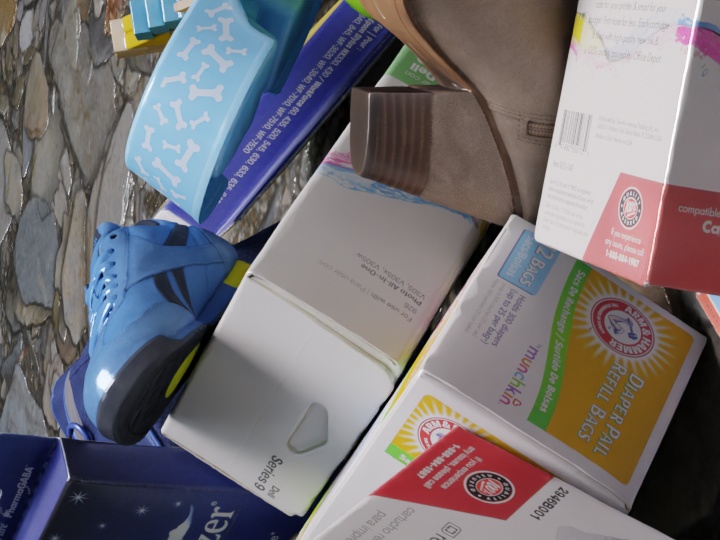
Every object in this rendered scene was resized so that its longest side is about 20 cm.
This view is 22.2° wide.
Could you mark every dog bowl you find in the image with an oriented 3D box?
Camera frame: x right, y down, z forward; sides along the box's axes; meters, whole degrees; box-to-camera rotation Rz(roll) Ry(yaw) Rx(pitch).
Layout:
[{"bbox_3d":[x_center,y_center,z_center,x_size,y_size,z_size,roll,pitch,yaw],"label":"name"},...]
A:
[{"bbox_3d":[-0.066,-0.115,0.965,0.112,0.050,0.200,113,-178,-50],"label":"dog bowl"}]

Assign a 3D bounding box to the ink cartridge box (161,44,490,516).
[{"bbox_3d":[0.000,0.000,0.893,0.200,0.087,0.145,-60,0,-41],"label":"ink cartridge box"}]

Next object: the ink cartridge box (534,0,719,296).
[{"bbox_3d":[0.135,-0.096,0.720,0.116,0.067,0.200,-148,67,-71],"label":"ink cartridge box"}]

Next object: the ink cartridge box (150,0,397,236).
[{"bbox_3d":[-0.061,-0.077,1.085,0.198,0.047,0.200,-52,4,-29],"label":"ink cartridge box"}]

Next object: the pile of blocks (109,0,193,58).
[{"bbox_3d":[-0.102,-0.193,1.193,0.200,0.082,0.062,-14,83,37],"label":"pile of blocks"}]

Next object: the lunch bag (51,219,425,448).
[{"bbox_3d":[-0.077,0.073,1.041,0.136,0.200,0.132,59,151,9],"label":"lunch bag"}]

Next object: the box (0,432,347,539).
[{"bbox_3d":[-0.105,0.137,0.918,0.121,0.200,0.032,-61,34,35],"label":"box"}]

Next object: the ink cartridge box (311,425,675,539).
[{"bbox_3d":[0.077,0.156,0.645,0.200,0.144,0.084,27,119,20],"label":"ink cartridge box"}]

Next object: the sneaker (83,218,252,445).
[{"bbox_3d":[-0.108,0.022,0.866,0.066,0.078,0.200,-57,1,18],"label":"sneaker"}]

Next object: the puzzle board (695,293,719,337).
[{"bbox_3d":[0.190,0.020,0.668,0.200,0.017,0.151,-111,33,-44],"label":"puzzle board"}]

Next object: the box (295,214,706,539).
[{"bbox_3d":[0.052,0.090,0.818,0.113,0.101,0.200,-56,-2,-42],"label":"box"}]

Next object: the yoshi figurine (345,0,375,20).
[{"bbox_3d":[0.047,-0.152,0.911,0.200,0.112,0.113,-141,50,-65],"label":"yoshi figurine"}]

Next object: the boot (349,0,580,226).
[{"bbox_3d":[0.073,-0.114,0.788,0.070,0.146,0.200,-127,39,-62],"label":"boot"}]
